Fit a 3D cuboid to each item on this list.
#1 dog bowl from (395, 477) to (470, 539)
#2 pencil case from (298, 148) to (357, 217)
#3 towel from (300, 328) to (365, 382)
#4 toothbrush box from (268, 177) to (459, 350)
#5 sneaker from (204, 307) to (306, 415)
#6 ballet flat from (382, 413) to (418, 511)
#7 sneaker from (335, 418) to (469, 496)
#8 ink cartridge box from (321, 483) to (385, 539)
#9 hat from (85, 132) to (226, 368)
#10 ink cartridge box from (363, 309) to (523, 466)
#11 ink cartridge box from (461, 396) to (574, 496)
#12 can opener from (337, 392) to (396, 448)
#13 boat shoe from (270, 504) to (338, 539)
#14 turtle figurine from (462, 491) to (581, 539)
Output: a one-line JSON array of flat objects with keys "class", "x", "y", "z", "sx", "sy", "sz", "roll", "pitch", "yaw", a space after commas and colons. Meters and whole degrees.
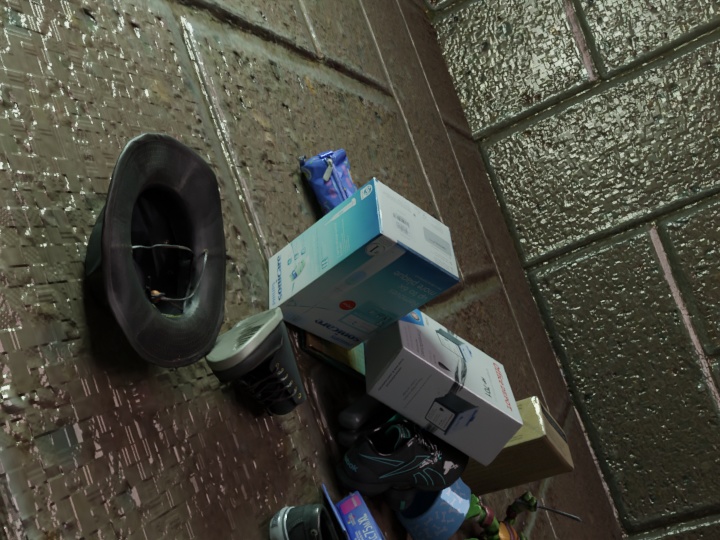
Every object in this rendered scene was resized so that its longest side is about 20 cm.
[{"class": "dog bowl", "x": 0.098, "y": 0.290, "z": 1.105, "sx": 0.049, "sy": 0.111, "sz": 0.202, "roll": 42, "pitch": 30, "yaw": -24}, {"class": "pencil case", "x": -0.027, "y": -0.090, "z": 1.193, "sx": 0.087, "sy": 0.077, "sz": 0.204, "roll": 155, "pitch": -86, "yaw": -81}, {"class": "towel", "x": -0.034, "y": 0.074, "z": 1.098, "sx": 0.199, "sy": 0.021, "sz": 0.150, "roll": 38, "pitch": 36, "yaw": -53}, {"class": "toothbrush box", "x": 0.000, "y": 0.000, "z": 0.958, "sx": 0.145, "sy": 0.198, "sz": 0.087, "roll": 29, "pitch": 42, "yaw": -38}, {"class": "sneaker", "x": -0.095, "y": 0.104, "z": 0.788, "sx": 0.200, "sy": 0.073, "sz": 0.108, "roll": -52, "pitch": 121, "yaw": -83}, {"class": "ballet flat", "x": 0.052, "y": 0.254, "z": 1.089, "sx": 0.074, "sy": 0.072, "sz": 0.201, "roll": 57, "pitch": 17, "yaw": -27}, {"class": "sneaker", "x": 0.066, "y": 0.232, "z": 0.978, "sx": 0.196, "sy": 0.081, "sz": 0.076, "roll": -1, "pitch": 33, "yaw": -34}, {"class": "ink cartridge box", "x": 0.024, "y": 0.340, "z": 0.887, "sx": 0.203, "sy": 0.041, "sz": 0.119, "roll": 61, "pitch": -7, "yaw": -15}, {"class": "hat", "x": -0.192, "y": -0.015, "z": 0.688, "sx": 0.200, "sy": 0.079, "sz": 0.206, "roll": -4, "pitch": 90, "yaw": -67}, {"class": "ink cartridge box", "x": 0.105, "y": 0.144, "z": 1.027, "sx": 0.198, "sy": 0.087, "sz": 0.147, "roll": 31, "pitch": 20, "yaw": -15}, {"class": "ink cartridge box", "x": 0.242, "y": 0.306, "z": 1.322, "sx": 0.165, "sy": 0.196, "sz": 0.076, "roll": 47, "pitch": 29, "yaw": -46}, {"class": "can opener", "x": 0.018, "y": 0.176, "z": 1.067, "sx": 0.199, "sy": 0.066, "sz": 0.055, "roll": -25, "pitch": 123, "yaw": -55}, {"class": "boat shoe", "x": -0.025, "y": 0.328, "z": 0.791, "sx": 0.203, "sy": 0.056, "sz": 0.069, "roll": 63, "pitch": 20, "yaw": -14}, {"class": "turtle figurine", "x": 0.254, "y": 0.437, "z": 1.265, "sx": 0.192, "sy": 0.146, "sz": 0.199, "roll": 25, "pitch": 0, "yaw": -37}]
